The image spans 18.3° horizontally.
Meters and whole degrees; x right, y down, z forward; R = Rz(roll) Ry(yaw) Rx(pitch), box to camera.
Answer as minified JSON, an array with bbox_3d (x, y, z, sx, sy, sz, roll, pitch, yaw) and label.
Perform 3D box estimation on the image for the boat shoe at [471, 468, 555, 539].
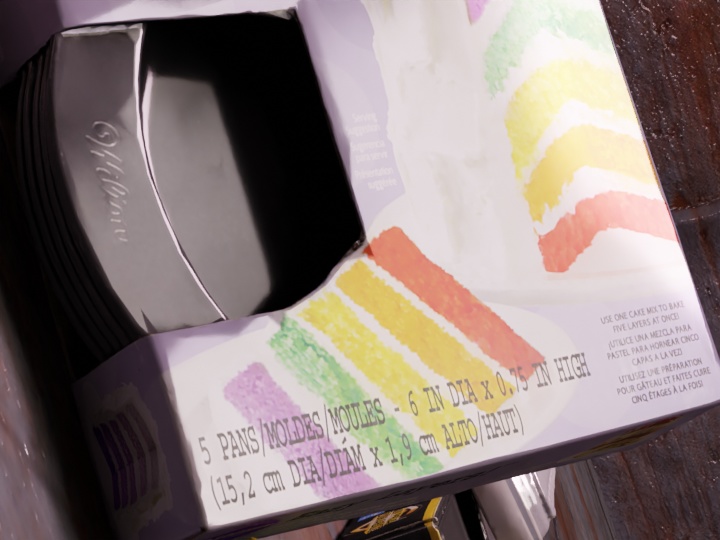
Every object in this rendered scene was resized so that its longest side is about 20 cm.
[{"bbox_3d":[0.071,0.046,1.002,0.200,0.068,0.072,-96,164,-59],"label":"boat shoe"}]

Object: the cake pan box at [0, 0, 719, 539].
[{"bbox_3d":[-0.006,-0.028,0.615,0.199,0.052,0.185,-8,75,-37],"label":"cake pan box"}]

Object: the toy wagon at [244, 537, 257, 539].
[{"bbox_3d":[-0.010,0.151,0.605,0.156,0.039,0.201,-100,169,-50],"label":"toy wagon"}]

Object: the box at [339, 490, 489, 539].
[{"bbox_3d":[0.048,0.188,0.925,0.160,0.049,0.201,-27,99,-81],"label":"box"}]
